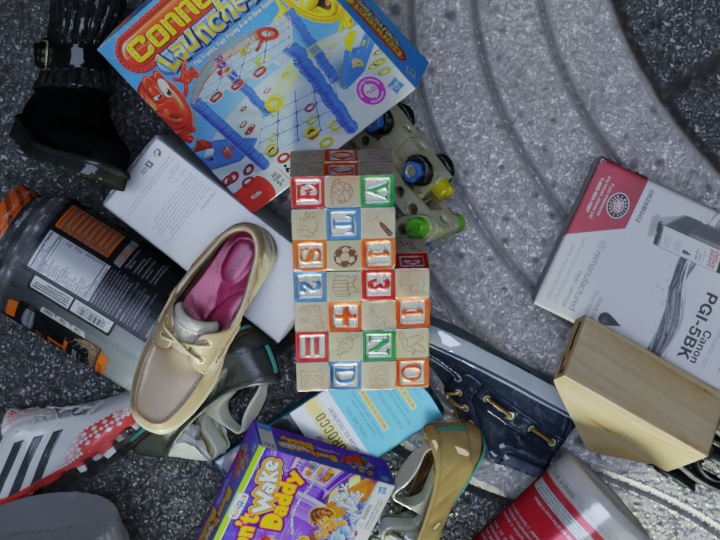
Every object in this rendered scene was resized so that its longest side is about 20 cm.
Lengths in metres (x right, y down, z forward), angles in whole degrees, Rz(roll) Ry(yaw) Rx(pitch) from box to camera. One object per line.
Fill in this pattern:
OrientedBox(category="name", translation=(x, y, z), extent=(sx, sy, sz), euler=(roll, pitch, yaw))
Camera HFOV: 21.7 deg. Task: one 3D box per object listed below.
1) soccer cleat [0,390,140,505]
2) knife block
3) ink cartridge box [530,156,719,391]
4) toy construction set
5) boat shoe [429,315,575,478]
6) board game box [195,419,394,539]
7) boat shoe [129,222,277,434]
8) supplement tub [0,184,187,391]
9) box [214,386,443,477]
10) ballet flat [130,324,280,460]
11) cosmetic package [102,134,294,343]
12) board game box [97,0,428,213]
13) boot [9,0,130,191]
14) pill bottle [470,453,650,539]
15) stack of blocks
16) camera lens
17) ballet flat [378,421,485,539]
OrientedBox(category="soccer cleat", translation=(-0.283, 0.151, 1.728), extent=(0.200, 0.069, 0.085), euler=(-33, 97, 10))
OrientedBox(category="knife block", translation=(0.276, 0.126, 1.637), extent=(0.175, 0.200, 0.064), euler=(9, 61, 27))
OrientedBox(category="ink cartridge box", translation=(0.272, 0.004, 1.672), extent=(0.200, 0.083, 0.147), euler=(24, 94, 2))
OrientedBox(category="toy construction set", translation=(0.013, -0.074, 1.687), extent=(0.200, 0.092, 0.131), euler=(46, 121, 7))
OrientedBox(category="boat shoe", translation=(0.101, 0.112, 1.689), extent=(0.200, 0.071, 0.091), euler=(28, 96, -9))
OrientedBox(category="board game box", translation=(-0.073, 0.245, 1.686), extent=(0.134, 0.045, 0.200), euler=(18, 111, -19))
OrientedBox(category="boat shoe", translation=(-0.140, 0.044, 1.589), extent=(0.074, 0.069, 0.200), euler=(26, 85, 8))
OrientedBox(category="supplement tub", translation=(-0.245, 0.014, 1.687), extent=(0.200, 0.123, 0.123), euler=(32, 95, 1))
OrientedBox(category="box", translation=(-0.028, 0.150, 1.719), extent=(0.200, 0.049, 0.082), euler=(-34, 91, 5))
OrientedBox(category="ballet flat", translation=(-0.138, 0.129, 1.678), extent=(0.068, 0.068, 0.200), euler=(52, 129, 10))
OrientedBox(category="cosmetic package", translation=(-0.121, -0.032, 1.684), extent=(0.200, 0.108, 0.085), euler=(39, 96, 2))
OrientedBox(category="board game box", translation=(-0.082, -0.179, 1.572), extent=(0.200, 0.056, 0.196), euler=(-36, 105, 28))
OrientedBox(category="boot", translation=(-0.240, -0.167, 1.643), extent=(0.079, 0.211, 0.158), euler=(17, 99, -34))
OrientedBox(category="pill bottle", translation=(0.153, 0.269, 1.685), extent=(0.200, 0.112, 0.112), euler=(-43, 90, 5))
OrientedBox(category="stack of blocks", translation=(0.000, 0.000, 1.584), extent=(0.115, 0.059, 0.200), euler=(-2, 115, -1))
OrientedBox(category="camera lens", translation=(-0.271, 0.318, 1.675), extent=(0.160, 0.160, 0.200), euler=(-6, 108, 4))
OrientedBox(category="ballet flat", translation=(0.049, 0.216, 1.689), extent=(0.063, 0.069, 0.200), euler=(11, 116, -23))
